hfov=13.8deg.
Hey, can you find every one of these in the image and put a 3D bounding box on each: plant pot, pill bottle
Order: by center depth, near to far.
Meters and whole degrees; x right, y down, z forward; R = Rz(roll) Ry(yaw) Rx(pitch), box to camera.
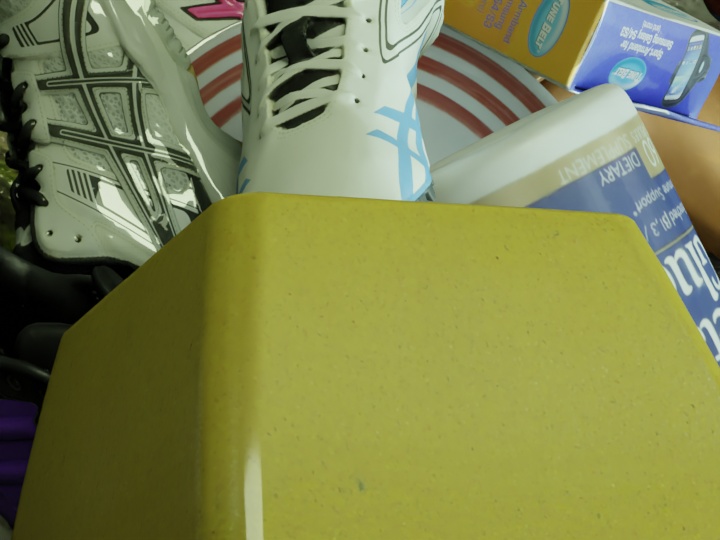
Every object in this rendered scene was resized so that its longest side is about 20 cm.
[{"bbox_3d":[0.005,0.084,0.853,0.199,0.200,0.177,3,70,-27],"label":"plant pot"},{"bbox_3d":[0.082,0.048,1.001,0.111,0.111,0.201,-30,94,-45],"label":"pill bottle"}]

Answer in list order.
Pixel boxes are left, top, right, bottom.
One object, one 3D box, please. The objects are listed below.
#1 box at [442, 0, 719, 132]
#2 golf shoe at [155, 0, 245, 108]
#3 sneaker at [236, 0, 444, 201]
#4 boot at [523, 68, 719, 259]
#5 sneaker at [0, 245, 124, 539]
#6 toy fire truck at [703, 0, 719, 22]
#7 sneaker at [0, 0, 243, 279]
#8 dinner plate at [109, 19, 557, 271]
[{"bbox_3d":[0.048,-0.109,1.108,0.200,0.042,0.119,28,11,27],"label":"box"},{"bbox_3d":[-0.056,-0.080,1.126,0.200,0.073,0.092,36,43,9],"label":"golf shoe"},{"bbox_3d":[-0.013,-0.063,0.965,0.073,0.072,0.200,58,21,-28],"label":"sneaker"},{"bbox_3d":[0.149,-0.024,1.187,0.199,0.074,0.155,-11,58,-33],"label":"boot"},{"bbox_3d":[-0.081,0.055,0.950,0.200,0.100,0.070,36,43,10],"label":"sneaker"},{"bbox_3d":[0.228,-0.141,1.201,0.168,0.112,0.200,-44,64,-12],"label":"toy fire truck"},{"bbox_3d":[-0.093,-0.038,1.003,0.088,0.076,0.200,-38,84,-23],"label":"sneaker"},{"bbox_3d":[0.000,0.000,1.068,0.199,0.024,0.201,5,70,-14],"label":"dinner plate"}]
